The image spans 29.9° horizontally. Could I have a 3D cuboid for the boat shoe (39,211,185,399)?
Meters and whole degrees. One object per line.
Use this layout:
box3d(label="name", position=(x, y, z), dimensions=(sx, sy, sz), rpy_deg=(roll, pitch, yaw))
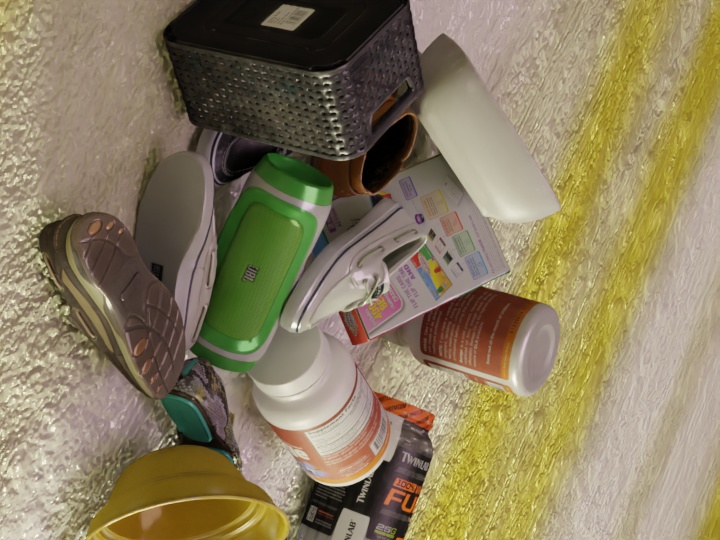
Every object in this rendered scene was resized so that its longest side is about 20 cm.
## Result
box3d(label="boat shoe", position=(-0.214, 0.028, 1.170), dimensions=(0.075, 0.073, 0.201), rpy_deg=(-52, 137, -37))

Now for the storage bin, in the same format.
box3d(label="storage bin", position=(-0.058, -0.188, 1.196), dimensions=(0.135, 0.199, 0.094), rpy_deg=(-49, 140, -35))

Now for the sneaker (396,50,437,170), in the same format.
box3d(label="sneaker", position=(0.042, -0.159, 1.491), dimensions=(0.100, 0.074, 0.201), rpy_deg=(-43, 137, -42))

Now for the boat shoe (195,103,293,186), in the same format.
box3d(label="boat shoe", position=(-0.081, -0.141, 1.310), dimensions=(0.200, 0.067, 0.072), rpy_deg=(-42, 137, -42))

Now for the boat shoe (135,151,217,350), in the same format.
box3d(label="boat shoe", position=(-0.161, -0.013, 1.238), dimensions=(0.066, 0.071, 0.202), rpy_deg=(-16, 118, -59))

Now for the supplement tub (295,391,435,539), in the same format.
box3d(label="supplement tub", position=(0.011, 0.248, 1.579), dimensions=(0.122, 0.122, 0.202), rpy_deg=(30, 78, -58))

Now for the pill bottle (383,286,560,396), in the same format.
box3d(label="pill bottle", position=(0.129, 0.071, 1.614), dimensions=(0.112, 0.199, 0.113), rpy_deg=(-32, 130, -48))

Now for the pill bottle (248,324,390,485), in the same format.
box3d(label="pill bottle", position=(-0.047, 0.136, 1.433), dimensions=(0.113, 0.111, 0.200), rpy_deg=(-59, 145, -24))

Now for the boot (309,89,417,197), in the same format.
box3d(label="boot", position=(0.016, -0.168, 1.365), dimensions=(0.076, 0.155, 0.201), rpy_deg=(29, 87, -21))

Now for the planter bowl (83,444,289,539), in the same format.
box3d(label="planter bowl", position=(-0.171, 0.221, 1.271), dimensions=(0.200, 0.199, 0.084), rpy_deg=(47, 24, -55))

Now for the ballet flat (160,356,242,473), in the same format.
box3d(label="ballet flat", position=(-0.147, 0.152, 1.322), dimensions=(0.072, 0.072, 0.201), rpy_deg=(-53, 154, -31))

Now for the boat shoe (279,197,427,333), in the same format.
box3d(label="boat shoe", position=(0.000, 0.000, 1.333), dimensions=(0.200, 0.067, 0.074), rpy_deg=(-48, 165, -35))

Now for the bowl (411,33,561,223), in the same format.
box3d(label="bowl", position=(0.117, -0.137, 1.389), dimensions=(0.074, 0.200, 0.201), rpy_deg=(-34, 106, 7))

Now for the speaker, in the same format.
box3d(label="speaker", position=(-0.098, -0.007, 1.287), dimensions=(0.088, 0.088, 0.201), rpy_deg=(-2, 121, -58))

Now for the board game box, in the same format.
box3d(label="board game box", position=(0.049, -0.029, 1.450), dimensions=(0.199, 0.040, 0.154), rpy_deg=(-23, 91, -28))
